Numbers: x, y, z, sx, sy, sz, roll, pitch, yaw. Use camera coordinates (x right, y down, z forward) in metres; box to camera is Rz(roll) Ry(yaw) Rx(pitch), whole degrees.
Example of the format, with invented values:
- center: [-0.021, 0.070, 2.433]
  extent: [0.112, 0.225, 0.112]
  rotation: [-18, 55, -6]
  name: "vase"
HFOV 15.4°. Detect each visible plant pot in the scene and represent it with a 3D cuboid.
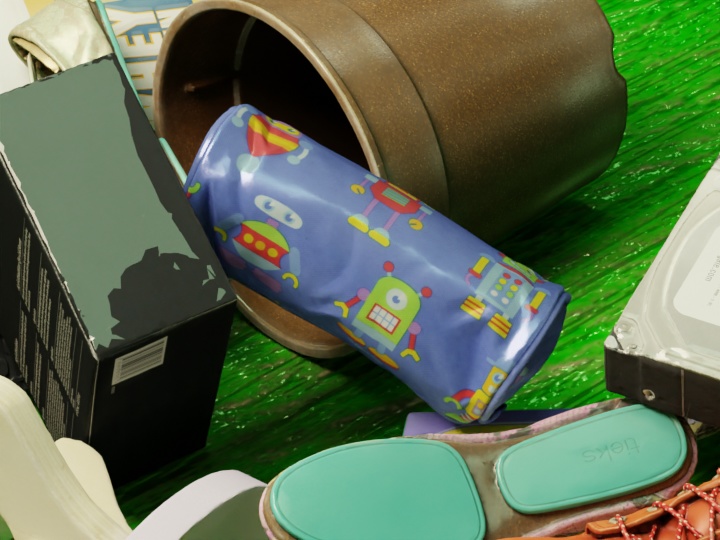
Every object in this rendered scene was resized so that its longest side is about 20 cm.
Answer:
- center: [0.025, -0.081, 1.441]
  extent: [0.198, 0.201, 0.200]
  rotation: [-25, 36, -33]
  name: "plant pot"

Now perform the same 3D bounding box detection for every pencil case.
- center: [0.000, 0.000, 1.284]
  extent: [0.200, 0.087, 0.078]
  rotation: [30, 14, 7]
  name: "pencil case"

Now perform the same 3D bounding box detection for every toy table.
- center: [-0.132, 0.144, 1.185]
  extent: [0.117, 0.184, 0.200]
  rotation: [23, 21, 19]
  name: "toy table"

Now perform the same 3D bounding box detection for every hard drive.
- center: [0.224, 0.024, 1.171]
  extent: [0.200, 0.038, 0.140]
  rotation: [19, 52, 23]
  name: "hard drive"

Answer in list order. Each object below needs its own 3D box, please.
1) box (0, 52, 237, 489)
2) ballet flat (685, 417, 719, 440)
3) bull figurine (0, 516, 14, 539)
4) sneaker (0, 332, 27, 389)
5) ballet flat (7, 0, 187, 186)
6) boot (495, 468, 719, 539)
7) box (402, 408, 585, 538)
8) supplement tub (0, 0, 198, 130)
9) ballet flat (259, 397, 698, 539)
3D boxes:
- center: [-0.129, 0.008, 1.297]
  extent: [0.079, 0.200, 0.141]
  rotation: [-25, 72, -17]
  name: "box"
- center: [0.192, 0.012, 1.324]
  extent: [0.072, 0.072, 0.200]
  rotation: [10, 31, 27]
  name: "ballet flat"
- center: [-0.239, 0.109, 1.325]
  extent: [0.200, 0.065, 0.121]
  rotation: [11, 7, 40]
  name: "bull figurine"
- center: [-0.201, 0.031, 1.438]
  extent: [0.200, 0.066, 0.078]
  rotation: [-12, 16, -15]
  name: "sneaker"
- center: [-0.135, -0.060, 1.436]
  extent: [0.062, 0.068, 0.200]
  rotation: [-21, 63, -13]
  name: "ballet flat"
- center: [0.125, 0.122, 1.122]
  extent: [0.199, 0.107, 0.075]
  rotation: [1, 43, -26]
  name: "boot"
- center: [0.065, 0.142, 1.227]
  extent: [0.117, 0.048, 0.200]
  rotation: [-3, 37, 12]
  name: "box"
- center: [-0.146, -0.120, 1.565]
  extent: [0.199, 0.145, 0.145]
  rotation: [-19, 36, -10]
  name: "supplement tub"
- center: [0.053, 0.104, 1.185]
  extent: [0.199, 0.071, 0.069]
  rotation: [-12, 65, -11]
  name: "ballet flat"
